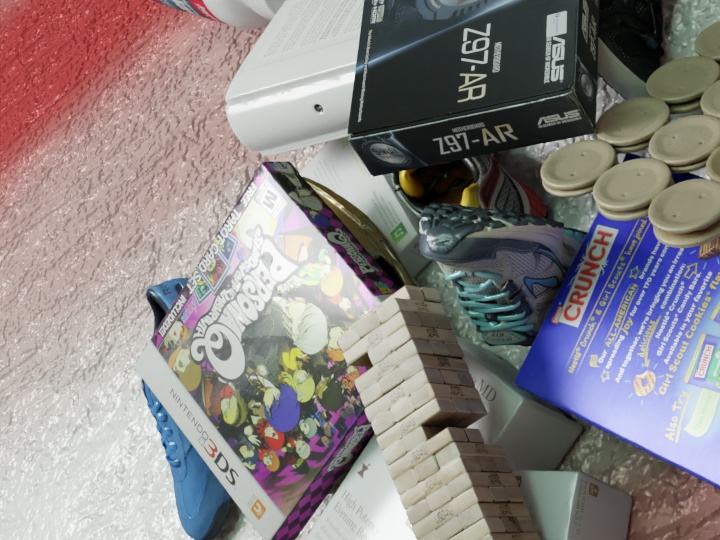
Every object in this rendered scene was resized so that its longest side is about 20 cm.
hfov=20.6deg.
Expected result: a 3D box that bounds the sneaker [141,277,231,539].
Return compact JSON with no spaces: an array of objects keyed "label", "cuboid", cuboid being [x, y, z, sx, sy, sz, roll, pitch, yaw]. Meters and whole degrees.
[{"label":"sneaker","cuboid":[-0.138,0.106,1.508,0.066,0.078,0.201,0,89,59]}]

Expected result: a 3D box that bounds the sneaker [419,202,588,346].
[{"label":"sneaker","cuboid":[0.098,0.007,1.269,0.077,0.200,0.087,9,89,31]}]

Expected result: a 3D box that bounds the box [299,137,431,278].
[{"label":"box","cuboid":[-0.037,0.000,1.520,0.200,0.036,0.145,-45,45,18]}]

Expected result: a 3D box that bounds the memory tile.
[{"label":"memory tile","cuboid":[0.222,-0.091,1.239,0.200,0.017,0.153,-38,36,-22]}]

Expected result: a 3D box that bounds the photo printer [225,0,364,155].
[{"label":"photo printer","cuboid":[0.013,-0.171,1.483,0.200,0.070,0.167,-12,35,35]}]

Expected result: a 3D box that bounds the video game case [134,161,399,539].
[{"label":"video game case","cuboid":[-0.057,0.057,1.377,0.181,0.036,0.200,50,120,27]}]

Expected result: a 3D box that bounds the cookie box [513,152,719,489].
[{"label":"cookie box","cuboid":[0.215,0.036,1.213,0.200,0.075,0.172,26,90,49]}]

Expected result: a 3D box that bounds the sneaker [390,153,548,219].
[{"label":"sneaker","cuboid":[0.058,-0.079,1.424,0.078,0.082,0.200,-55,39,11]}]

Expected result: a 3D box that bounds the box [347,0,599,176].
[{"label":"box","cuboid":[0.080,-0.166,1.332,0.160,0.044,0.201,-10,52,23]}]

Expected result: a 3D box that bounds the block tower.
[{"label":"block tower","cuboid":[0.050,0.110,1.227,0.058,0.054,0.200,-37,64,30]}]

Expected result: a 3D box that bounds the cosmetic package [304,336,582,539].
[{"label":"cosmetic package","cuboid":[0.048,0.153,1.328,0.102,0.074,0.200,39,101,47]}]

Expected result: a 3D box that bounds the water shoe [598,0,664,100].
[{"label":"water shoe","cuboid":[0.183,-0.204,1.368,0.079,0.071,0.200,-33,50,27]}]

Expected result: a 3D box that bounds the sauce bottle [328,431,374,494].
[{"label":"sauce bottle","cuboid":[-0.045,0.064,1.436,0.065,0.065,0.200,-38,63,26]}]

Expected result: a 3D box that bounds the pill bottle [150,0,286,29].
[{"label":"pill bottle","cuboid":[-0.106,-0.266,1.658,0.200,0.119,0.120,23,88,49]}]

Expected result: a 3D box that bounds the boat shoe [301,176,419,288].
[{"label":"boat shoe","cuboid":[0.000,0.000,1.399,0.072,0.076,0.200,-41,69,-9]}]

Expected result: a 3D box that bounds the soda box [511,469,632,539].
[{"label":"soda box","cuboid":[0.112,0.228,1.232,0.068,0.064,0.201,-4,68,43]}]
